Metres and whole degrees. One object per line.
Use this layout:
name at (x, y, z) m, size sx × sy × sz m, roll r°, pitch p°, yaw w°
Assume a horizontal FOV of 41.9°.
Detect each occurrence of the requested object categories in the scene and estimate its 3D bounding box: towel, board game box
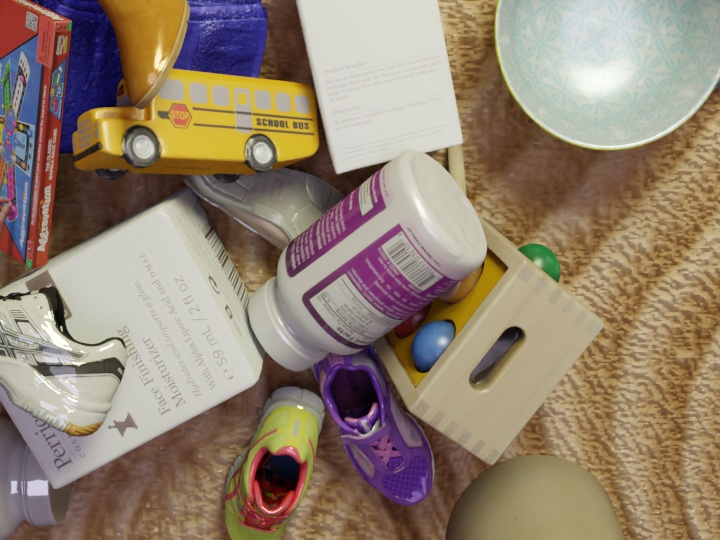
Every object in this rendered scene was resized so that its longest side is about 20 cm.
towel at (-0.172, -0.166, 0.779) m, size 0.197 × 0.049 × 0.150 m, roll -9°, pitch 123°, yaw -36°
board game box at (-0.277, -0.113, 0.739) m, size 0.102 × 0.019 × 0.203 m, roll 28°, pitch 118°, yaw 24°

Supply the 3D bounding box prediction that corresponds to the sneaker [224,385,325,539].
sneaker at (-0.090, 0.210, 0.896) m, size 0.077 × 0.091 × 0.203 m, roll 14°, pitch 120°, yaw -6°

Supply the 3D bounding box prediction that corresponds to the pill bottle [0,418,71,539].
pill bottle at (-0.378, 0.196, 0.877) m, size 0.195 × 0.112 × 0.115 m, roll -1°, pitch 103°, yaw -3°

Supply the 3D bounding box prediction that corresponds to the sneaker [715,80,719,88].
sneaker at (0.337, -0.203, 0.858) m, size 0.078 × 0.066 × 0.202 m, roll 30°, pitch 99°, yaw -13°

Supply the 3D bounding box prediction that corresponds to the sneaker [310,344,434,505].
sneaker at (0.011, 0.148, 0.903) m, size 0.079 × 0.089 × 0.203 m, roll -27°, pitch 104°, yaw 2°

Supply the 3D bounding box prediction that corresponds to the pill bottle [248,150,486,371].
pill bottle at (0.000, 0.000, 0.793) m, size 0.199 × 0.113 × 0.113 m, roll -36°, pitch 103°, yaw 26°

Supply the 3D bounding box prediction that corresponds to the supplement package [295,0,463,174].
supplement package at (0.008, -0.201, 0.811) m, size 0.114 × 0.117 × 0.204 m, roll -12°, pitch 103°, yaw 0°

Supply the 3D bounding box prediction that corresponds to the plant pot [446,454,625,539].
plant pot at (0.187, 0.305, 0.891) m, size 0.183 × 0.200 × 0.192 m, roll -1°, pitch 103°, yaw -4°

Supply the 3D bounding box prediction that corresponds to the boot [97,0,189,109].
boot at (-0.193, -0.221, 0.661) m, size 0.143 × 0.205 × 0.070 m, roll 25°, pitch 140°, yaw -37°

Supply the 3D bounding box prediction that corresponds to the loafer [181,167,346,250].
loafer at (-0.075, -0.058, 0.872) m, size 0.198 × 0.063 × 0.073 m, roll 30°, pitch 71°, yaw -23°

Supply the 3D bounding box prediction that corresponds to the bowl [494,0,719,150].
bowl at (0.210, -0.211, 0.822) m, size 0.195 × 0.108 × 0.205 m, roll 0°, pitch 102°, yaw 2°

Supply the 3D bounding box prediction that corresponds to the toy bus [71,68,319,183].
toy bus at (-0.129, -0.115, 0.759) m, size 0.197 × 0.065 × 0.080 m, roll -2°, pitch 87°, yaw -39°

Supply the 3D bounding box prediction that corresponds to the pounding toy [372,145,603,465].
pounding toy at (0.100, 0.020, 0.846) m, size 0.141 × 0.184 × 0.201 m, roll 34°, pitch 99°, yaw -22°

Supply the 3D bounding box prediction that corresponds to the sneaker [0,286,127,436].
sneaker at (-0.269, 0.043, 0.713) m, size 0.198 × 0.076 × 0.089 m, roll 30°, pitch 81°, yaw -8°

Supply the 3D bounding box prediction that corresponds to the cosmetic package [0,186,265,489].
cosmetic package at (-0.206, 0.050, 0.828) m, size 0.197 × 0.165 × 0.167 m, roll -28°, pitch 101°, yaw 3°
